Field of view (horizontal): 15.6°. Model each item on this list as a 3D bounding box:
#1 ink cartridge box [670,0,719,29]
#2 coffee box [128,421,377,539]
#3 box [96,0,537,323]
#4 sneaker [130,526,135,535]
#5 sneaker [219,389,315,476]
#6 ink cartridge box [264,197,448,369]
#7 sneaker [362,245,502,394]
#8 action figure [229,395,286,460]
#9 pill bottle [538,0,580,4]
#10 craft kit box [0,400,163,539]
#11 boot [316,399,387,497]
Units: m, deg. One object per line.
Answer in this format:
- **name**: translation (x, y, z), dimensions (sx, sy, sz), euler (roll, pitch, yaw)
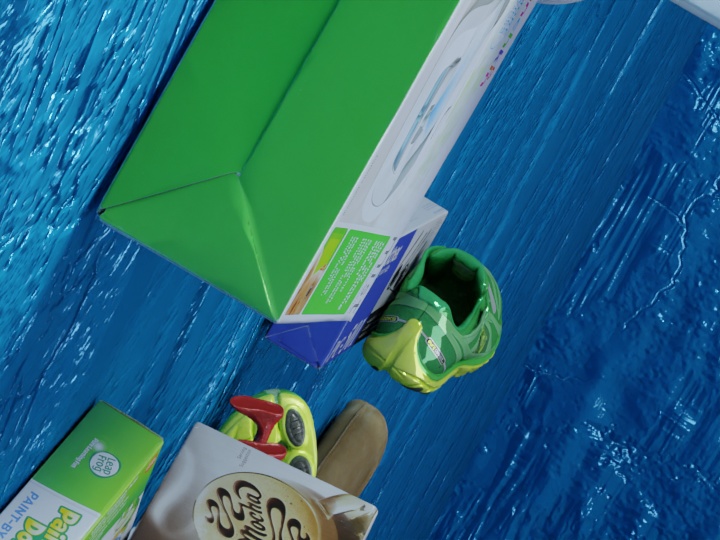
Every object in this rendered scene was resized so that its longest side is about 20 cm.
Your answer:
- **ink cartridge box**: translation (0.123, -0.184, 1.205), dimensions (0.083, 0.199, 0.147), euler (-60, 172, 10)
- **coffee box**: translation (-0.079, 0.185, 1.362), dimensions (0.200, 0.113, 0.080), euler (-61, 176, -53)
- **box**: translation (-0.010, -0.085, 1.149), dimensions (0.201, 0.096, 0.176), euler (-60, 170, 4)
- **sneaker**: translation (-0.140, 0.231, 1.611), dimensions (0.073, 0.071, 0.200), euler (-52, 168, -39)
- **sneaker**: translation (-0.075, 0.141, 1.706), dimensions (0.201, 0.074, 0.084), euler (105, -14, -45)
- **ink cartridge box**: translation (0.000, 0.000, 1.708), dimensions (0.094, 0.044, 0.200), euler (-61, 173, 12)
- **sneaker**: translation (0.065, 0.025, 1.781), dimensions (0.084, 0.074, 0.200), euler (-58, 174, 19)
- **action figure**: translation (-0.096, 0.168, 1.614), dimensions (0.066, 0.051, 0.201), euler (-104, -152, -51)
- **pill bottle**: translation (0.127, -0.212, 1.482), dimensions (0.105, 0.104, 0.200), euler (-61, 172, 19)
- **craft kit box**: translation (-0.184, 0.192, 1.304), dimensions (0.200, 0.048, 0.198), euler (-51, 172, -44)
- **boot**: translation (-0.051, 0.227, 2.190), dimensions (0.200, 0.066, 0.176), euler (-52, 171, -45)
